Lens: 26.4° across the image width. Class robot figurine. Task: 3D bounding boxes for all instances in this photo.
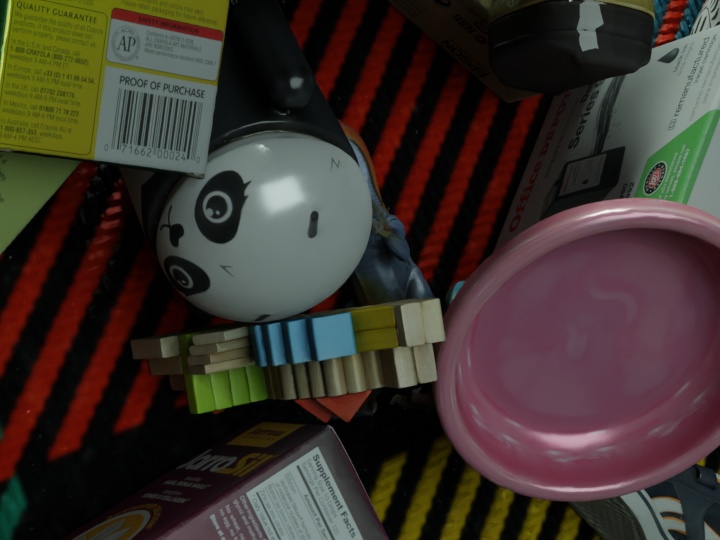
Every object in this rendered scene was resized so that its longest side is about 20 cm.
[{"bbox_3d":[-0.072,-0.063,0.848,0.125,0.200,0.150,-27,142,1],"label":"robot figurine"}]

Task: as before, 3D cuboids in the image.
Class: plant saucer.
[{"bbox_3d":[0.135,0.041,0.869,0.200,0.051,0.201,-5,123,-8],"label":"plant saucer"}]

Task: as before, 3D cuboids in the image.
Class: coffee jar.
[{"bbox_3d":[0.130,-0.210,0.932,0.085,0.104,0.200,7,83,-26],"label":"coffee jar"}]

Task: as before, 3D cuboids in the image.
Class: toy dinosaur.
[{"bbox_3d":[0.000,0.000,0.964,0.200,0.105,0.182,23,60,-62],"label":"toy dinosaur"}]

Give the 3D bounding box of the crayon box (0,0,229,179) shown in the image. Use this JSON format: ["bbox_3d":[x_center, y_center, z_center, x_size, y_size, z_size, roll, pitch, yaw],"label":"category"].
[{"bbox_3d":[-0.120,-0.151,0.726,0.127,0.051,0.200,6,95,-45],"label":"crayon box"}]

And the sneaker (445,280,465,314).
[{"bbox_3d":[0.138,0.051,0.980,0.200,0.095,0.079,14,72,-54],"label":"sneaker"}]

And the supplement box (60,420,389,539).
[{"bbox_3d":[-0.099,0.168,0.850,0.200,0.110,0.086,-31,101,-28],"label":"supplement box"}]

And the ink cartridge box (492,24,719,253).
[{"bbox_3d":[0.188,-0.062,0.984,0.084,0.200,0.146,30,72,-21],"label":"ink cartridge box"}]

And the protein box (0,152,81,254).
[{"bbox_3d":[-0.217,-0.144,0.765,0.200,0.135,0.199,-53,129,-22],"label":"protein box"}]

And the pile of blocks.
[{"bbox_3d":[-0.042,0.058,0.854,0.082,0.200,0.062,-11,92,-55],"label":"pile of blocks"}]

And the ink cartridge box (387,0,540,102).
[{"bbox_3d":[0.082,-0.236,1.009,0.200,0.075,0.165,38,67,-21],"label":"ink cartridge box"}]

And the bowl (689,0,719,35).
[{"bbox_3d":[0.294,-0.123,1.095,0.201,0.094,0.201,21,53,-31],"label":"bowl"}]

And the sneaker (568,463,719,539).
[{"bbox_3d":[0.197,0.152,1.042,0.079,0.078,0.200,-50,121,-18],"label":"sneaker"}]
